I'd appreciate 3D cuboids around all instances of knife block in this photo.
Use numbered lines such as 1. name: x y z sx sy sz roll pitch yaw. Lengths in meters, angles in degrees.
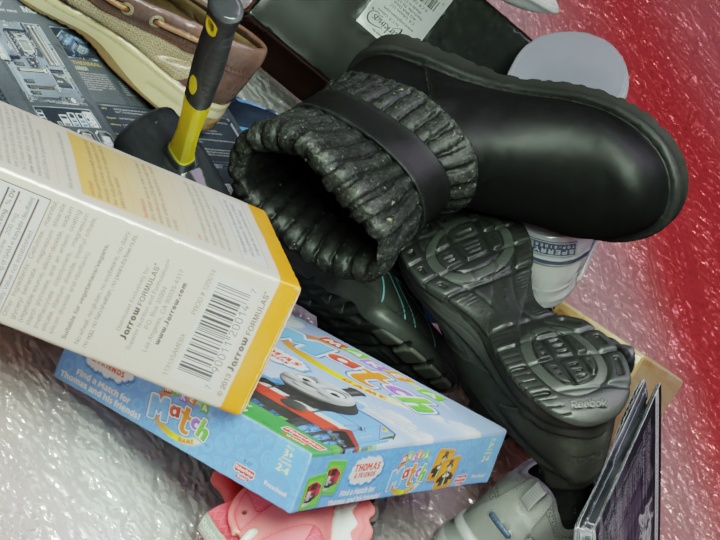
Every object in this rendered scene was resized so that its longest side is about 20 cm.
1. knife block: 0.137 0.068 1.740 0.200 0.064 0.176 33 3 -29

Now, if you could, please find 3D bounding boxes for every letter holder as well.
1. letter holder: 0.020 -0.129 1.814 0.200 0.101 0.142 39 -8 -13

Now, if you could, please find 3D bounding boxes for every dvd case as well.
1. dvd case: 0.141 0.166 1.628 0.016 0.149 0.200 4 21 15

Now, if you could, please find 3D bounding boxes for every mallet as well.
1. mallet: -0.087 -0.090 1.469 0.041 0.200 0.066 -28 67 -23

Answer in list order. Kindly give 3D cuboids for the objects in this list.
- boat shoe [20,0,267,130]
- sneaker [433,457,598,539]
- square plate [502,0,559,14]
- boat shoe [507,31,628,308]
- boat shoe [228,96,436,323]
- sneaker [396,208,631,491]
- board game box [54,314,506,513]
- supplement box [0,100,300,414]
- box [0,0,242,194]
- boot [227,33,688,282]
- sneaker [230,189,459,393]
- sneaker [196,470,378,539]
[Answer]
1. boat shoe: -0.136 -0.164 1.598 0.200 0.072 0.072 42 25 -5
2. sneaker: 0.122 0.136 1.675 0.075 0.082 0.200 52 25 10
3. square plate: 0.015 -0.244 1.758 0.198 0.028 0.200 21 35 -41
4. boat shoe: 0.110 -0.060 1.701 0.073 0.066 0.200 12 42 6
5. boat shoe: -0.005 -0.047 1.743 0.200 0.084 0.069 39 23 -22
6. sneaker: 0.072 0.040 1.591 0.076 0.091 0.200 -15 46 -18
7. board game box: -0.037 0.068 1.504 0.151 0.037 0.200 27 13 27
8. supplement box: -0.139 -0.016 1.413 0.199 0.074 0.126 23 13 -16
9. box: -0.146 -0.083 1.609 0.200 0.051 0.158 1 52 -56
10. boot: 0.051 -0.045 1.547 0.210 0.080 0.158 18 29 19
11. sneaker: 0.000 0.000 1.638 0.200 0.075 0.080 43 57 -41
12. sneaker: -0.043 0.154 1.432 0.087 0.074 0.200 27 23 -16
